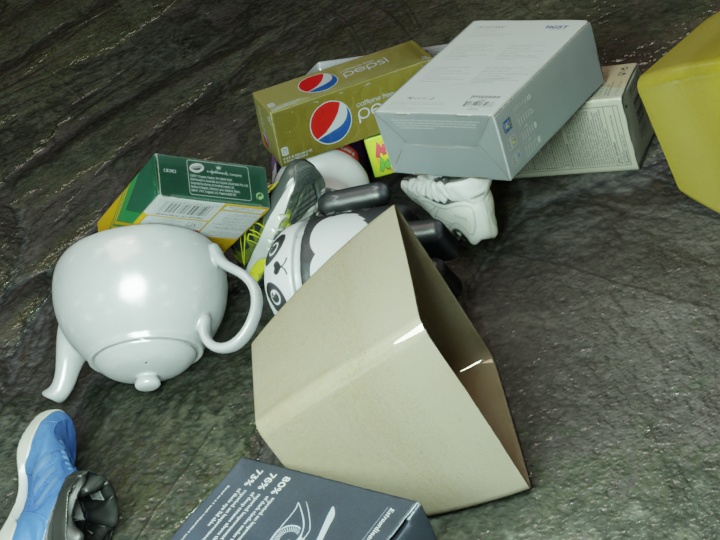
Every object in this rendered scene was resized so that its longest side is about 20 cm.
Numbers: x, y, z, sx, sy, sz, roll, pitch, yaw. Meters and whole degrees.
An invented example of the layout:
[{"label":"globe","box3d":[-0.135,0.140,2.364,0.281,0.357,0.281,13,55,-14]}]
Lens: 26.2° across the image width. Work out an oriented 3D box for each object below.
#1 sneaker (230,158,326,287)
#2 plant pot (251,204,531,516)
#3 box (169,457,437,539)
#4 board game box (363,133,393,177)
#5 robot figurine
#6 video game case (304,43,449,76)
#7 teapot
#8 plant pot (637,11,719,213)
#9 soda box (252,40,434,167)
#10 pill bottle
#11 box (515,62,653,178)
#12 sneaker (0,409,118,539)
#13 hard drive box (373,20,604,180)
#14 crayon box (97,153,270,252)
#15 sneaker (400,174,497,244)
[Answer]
[{"label":"sneaker","box3d":[-0.102,-0.058,1.641,0.074,0.201,0.085,-32,72,-37]},{"label":"plant pot","box3d":[0.012,0.103,1.346,0.176,0.201,0.201,-28,30,10]},{"label":"box","box3d":[-0.050,0.250,1.232,0.198,0.105,0.148,9,43,40]},{"label":"board game box","box3d":[0.070,-0.171,1.800,0.100,0.048,0.200,-14,18,13]},{"label":"robot figurine","box3d":[-0.001,0.001,1.555,0.197,0.126,0.151,-8,29,20]},{"label":"video game case","box3d":[0.011,-0.228,1.852,0.180,0.022,0.200,-10,-3,-16]},{"label":"teapot","box3d":[-0.220,0.051,1.598,0.195,0.200,0.148,0,65,-22]},{"label":"plant pot","box3d":[0.392,-0.165,1.515,0.200,0.202,0.176,-39,25,-27]},{"label":"soda box","box3d":[-0.013,-0.185,1.698,0.198,0.068,0.064,-21,33,-15]},{"label":"pill bottle","box3d":[-0.046,-0.111,1.763,0.111,0.113,0.201,-18,32,6]},{"label":"box","box3d":[0.211,-0.161,1.701,0.198,0.096,0.078,-1,36,28]},{"label":"sneaker","box3d":[-0.271,0.205,1.458,0.110,0.077,0.201,-17,36,19]},{"label":"hard drive box","box3d":[0.136,-0.181,1.609,0.155,0.077,0.200,8,40,40]},{"label":"crayon box","box3d":[-0.195,-0.051,1.624,0.200,0.124,0.052,-39,53,50]},{"label":"sneaker","box3d":[0.097,-0.072,1.661,0.074,0.082,0.200,-23,12,-8]}]
